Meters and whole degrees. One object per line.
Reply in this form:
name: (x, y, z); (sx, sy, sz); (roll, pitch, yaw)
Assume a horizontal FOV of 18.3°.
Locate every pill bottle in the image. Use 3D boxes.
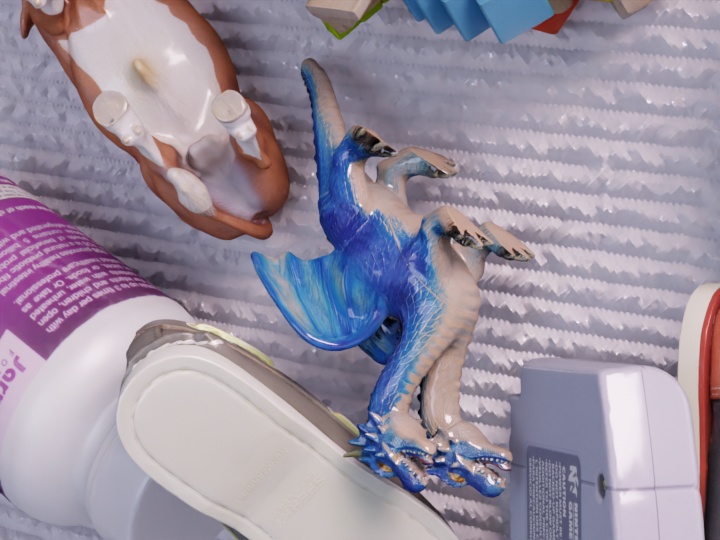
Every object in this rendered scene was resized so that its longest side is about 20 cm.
pill bottle: (-0.137, 0.041, 0.979); (0.200, 0.112, 0.112); (34, 117, 29)

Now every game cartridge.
game cartridge: (0.088, 0.133, 0.811); (0.133, 0.041, 0.200); (179, 90, -73)

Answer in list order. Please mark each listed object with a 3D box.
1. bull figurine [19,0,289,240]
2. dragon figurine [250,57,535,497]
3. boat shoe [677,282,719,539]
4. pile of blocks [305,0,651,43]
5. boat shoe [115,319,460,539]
bull figurine: (-0.100, -0.097, 0.938); (0.065, 0.121, 0.200); (-42, 78, -1)
dragon figurine: (0.000, 0.000, 0.874); (0.099, 0.059, 0.200); (-52, 58, 16)
boat shoe: (0.153, 0.101, 0.796); (0.063, 0.071, 0.200); (0, 93, 35)
pile of blocks: (0.034, -0.108, 0.847); (0.200, 0.062, 0.082); (16, 65, 37)
boat shoe: (-0.017, 0.093, 0.891); (0.072, 0.060, 0.202); (-42, 111, 9)
